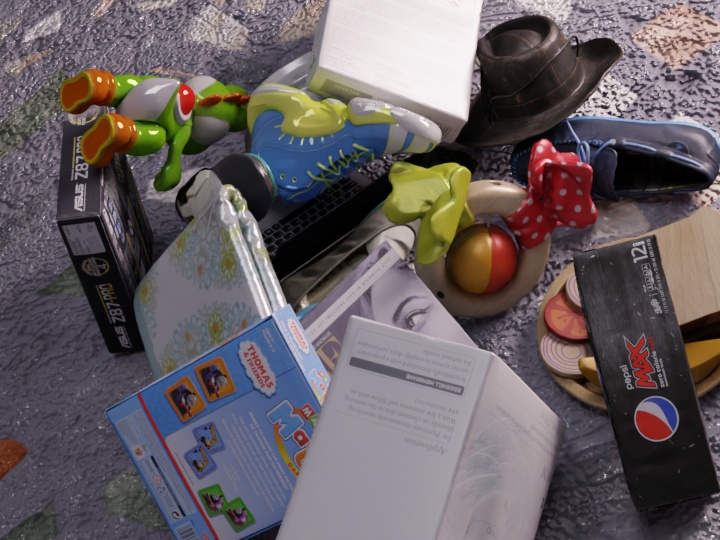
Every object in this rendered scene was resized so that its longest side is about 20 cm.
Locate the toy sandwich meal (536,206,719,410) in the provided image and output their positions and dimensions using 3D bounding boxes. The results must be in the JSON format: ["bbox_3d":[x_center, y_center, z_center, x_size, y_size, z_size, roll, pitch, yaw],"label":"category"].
[{"bbox_3d":[0.244,0.031,1.055,0.202,0.071,0.208,-11,49,13],"label":"toy sandwich meal"}]

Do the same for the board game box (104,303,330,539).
[{"bbox_3d":[-0.101,0.139,1.014,0.198,0.153,0.037,-29,1,30],"label":"board game box"}]

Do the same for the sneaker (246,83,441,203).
[{"bbox_3d":[-0.021,-0.107,1.140,0.197,0.075,0.107,14,93,29],"label":"sneaker"}]

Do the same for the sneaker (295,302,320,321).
[{"bbox_3d":[-0.036,0.117,1.100,0.129,0.079,0.202,3,62,42],"label":"sneaker"}]

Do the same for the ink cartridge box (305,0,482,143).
[{"bbox_3d":[0.038,-0.242,1.218,0.159,0.050,0.203,18,60,-15],"label":"ink cartridge box"}]

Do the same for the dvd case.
[{"bbox_3d":[0.034,0.099,1.033,0.148,0.016,0.200,-42,91,-15],"label":"dvd case"}]

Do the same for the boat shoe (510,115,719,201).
[{"bbox_3d":[0.236,-0.104,1.158,0.197,0.085,0.069,-7,38,19],"label":"boat shoe"}]

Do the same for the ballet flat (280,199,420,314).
[{"bbox_3d":[0.000,0.000,1.182,0.199,0.068,0.064,-36,49,0],"label":"ballet flat"}]

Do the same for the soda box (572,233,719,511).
[{"bbox_3d":[0.222,0.080,0.965,0.070,0.063,0.204,-14,80,10],"label":"soda box"}]

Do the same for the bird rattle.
[{"bbox_3d":[0.116,-0.037,1.108,0.197,0.166,0.113,-5,30,-25],"label":"bird rattle"}]

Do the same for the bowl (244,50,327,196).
[{"bbox_3d":[-0.045,-0.167,1.264,0.199,0.091,0.202,-26,22,11],"label":"bowl"}]

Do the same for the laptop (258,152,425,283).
[{"bbox_3d":[-0.054,-0.075,1.208,0.186,0.117,0.199,-34,47,-23],"label":"laptop"}]

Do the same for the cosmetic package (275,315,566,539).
[{"bbox_3d":[0.048,0.169,0.899,0.121,0.199,0.203,13,76,29],"label":"cosmetic package"}]

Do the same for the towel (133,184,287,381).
[{"bbox_3d":[-0.130,0.053,1.117,0.171,0.048,0.202,-42,60,35],"label":"towel"}]

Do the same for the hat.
[{"bbox_3d":[0.157,-0.202,1.227,0.199,0.081,0.201,-31,22,14],"label":"hat"}]

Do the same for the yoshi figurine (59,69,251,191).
[{"bbox_3d":[-0.194,-0.142,1.187,0.111,0.114,0.198,26,23,36],"label":"yoshi figurine"}]

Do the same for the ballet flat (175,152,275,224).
[{"bbox_3d":[-0.138,-0.068,1.186,0.073,0.073,0.199,-43,14,-16],"label":"ballet flat"}]

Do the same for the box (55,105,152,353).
[{"bbox_3d":[-0.248,-0.043,1.219,0.048,0.202,0.163,-7,50,2],"label":"box"}]
